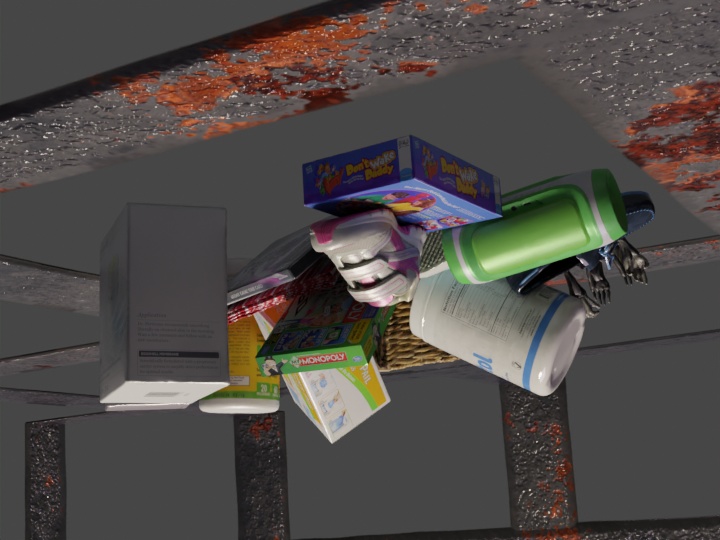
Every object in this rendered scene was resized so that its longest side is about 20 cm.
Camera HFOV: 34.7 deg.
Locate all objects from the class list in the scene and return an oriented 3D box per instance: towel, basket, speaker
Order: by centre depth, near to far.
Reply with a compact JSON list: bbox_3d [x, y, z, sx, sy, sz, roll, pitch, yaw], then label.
[{"bbox_3d":[0.193,-0.048,1.292,0.197,0.090,0.088,-18,163,24],"label":"speaker"},{"bbox_3d":[-0.091,0.009,1.419,0.198,0.023,0.145,-21,-160,27],"label":"towel"},{"bbox_3d":[0.068,0.051,1.649,0.197,0.146,0.148,-5,-169,-37],"label":"basket"}]

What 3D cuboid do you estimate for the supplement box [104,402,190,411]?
[{"bbox_3d":[-0.274,0.074,1.473,0.107,0.204,0.061,-1,168,-16],"label":"supplement box"}]

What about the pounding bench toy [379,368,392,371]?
[{"bbox_3d":[0.001,0.117,1.951,0.196,0.127,0.156,0,168,-20],"label":"pounding bench toy"}]

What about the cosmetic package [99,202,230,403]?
[{"bbox_3d":[-0.234,0.044,1.350,0.121,0.204,0.199,3,166,-21],"label":"cosmetic package"}]

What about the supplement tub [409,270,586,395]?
[{"bbox_3d":[0.177,0.063,1.479,0.198,0.134,0.132,23,180,24],"label":"supplement tub"}]

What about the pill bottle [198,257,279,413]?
[{"bbox_3d":[-0.164,0.090,1.574,0.109,0.204,0.111,0,170,0],"label":"pill bottle"}]

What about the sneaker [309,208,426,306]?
[{"bbox_3d":[0.015,-0.010,1.227,0.080,0.090,0.199,-10,167,30],"label":"sneaker"}]

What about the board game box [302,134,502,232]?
[{"bbox_3d":[0.048,-0.084,1.218,0.133,0.046,0.199,-11,166,30],"label":"board game box"}]

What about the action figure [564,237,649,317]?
[{"bbox_3d":[0.325,-0.003,1.543,0.118,0.103,0.199,-31,160,18],"label":"action figure"}]

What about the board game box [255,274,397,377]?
[{"bbox_3d":[-0.026,0.048,1.336,0.132,0.029,0.201,-10,-153,24],"label":"board game box"}]

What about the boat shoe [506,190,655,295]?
[{"bbox_3d":[0.271,-0.025,1.403,0.198,0.070,0.084,-30,143,21],"label":"boat shoe"}]

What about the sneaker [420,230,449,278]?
[{"bbox_3d":[0.115,-0.027,1.435,0.197,0.075,0.081,-12,161,35],"label":"sneaker"}]

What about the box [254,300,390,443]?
[{"bbox_3d":[-0.053,0.105,1.508,0.101,0.202,0.112,-33,-141,-15],"label":"box"}]

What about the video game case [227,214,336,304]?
[{"bbox_3d":[-0.090,-0.015,1.368,0.143,0.019,0.199,-43,-165,-36],"label":"video game case"}]
